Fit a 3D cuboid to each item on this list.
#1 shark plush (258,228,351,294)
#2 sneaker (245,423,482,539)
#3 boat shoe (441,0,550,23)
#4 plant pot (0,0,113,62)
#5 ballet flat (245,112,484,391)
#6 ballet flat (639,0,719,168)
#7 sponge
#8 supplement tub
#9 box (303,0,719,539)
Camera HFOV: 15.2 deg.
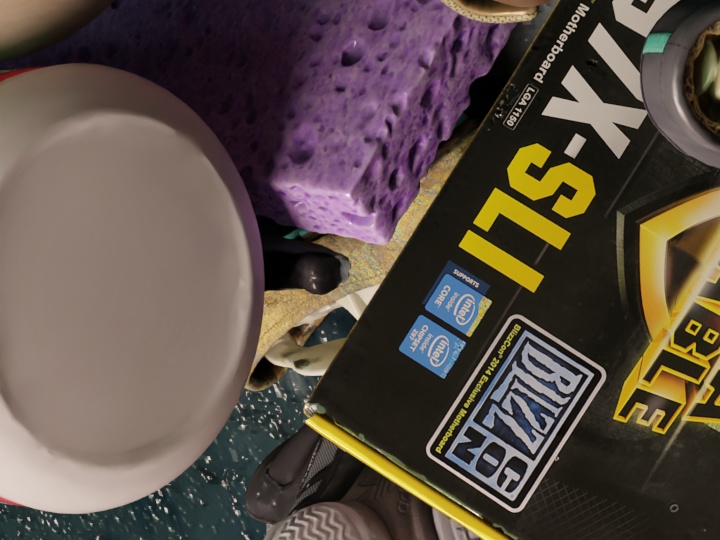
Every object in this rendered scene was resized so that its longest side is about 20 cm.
[{"bbox_3d":[-0.069,-0.026,0.979,0.091,0.083,0.200,45,167,-18],"label":"shark plush"},{"bbox_3d":[-0.007,0.106,0.965,0.075,0.200,0.114,44,144,-9],"label":"sneaker"},{"bbox_3d":[0.036,-0.112,0.792,0.074,0.202,0.075,14,99,0],"label":"boat shoe"},{"bbox_3d":[-0.133,-0.157,0.826,0.200,0.200,0.174,37,163,20],"label":"plant pot"},{"bbox_3d":[0.000,0.000,0.986,0.200,0.071,0.071,-27,95,54],"label":"ballet flat"},{"bbox_3d":[0.170,-0.036,0.720,0.199,0.073,0.073,14,126,11],"label":"ballet flat"},{"bbox_3d":[-0.046,-0.073,0.951,0.199,0.112,0.030,10,151,40],"label":"sponge"},{"bbox_3d":[-0.141,0.004,0.903,0.199,0.140,0.141,1,115,47],"label":"supplement tub"},{"bbox_3d":[0.102,0.003,0.784,0.159,0.201,0.049,32,177,16],"label":"box"}]
